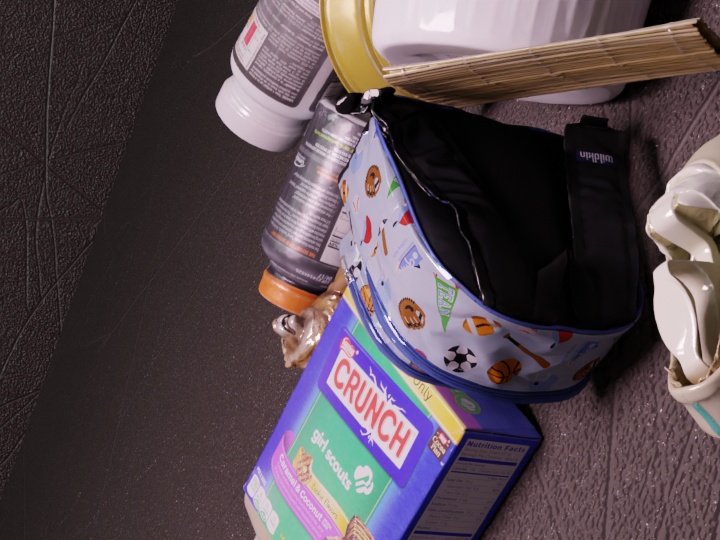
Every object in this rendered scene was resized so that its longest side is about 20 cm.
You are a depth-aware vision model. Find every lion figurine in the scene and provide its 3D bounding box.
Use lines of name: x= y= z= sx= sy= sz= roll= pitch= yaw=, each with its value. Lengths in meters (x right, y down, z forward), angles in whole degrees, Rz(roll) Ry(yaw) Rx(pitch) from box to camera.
lion figurine: x=0.000 y=0.000 z=1.144 sx=0.122 sy=0.072 sz=0.200 roll=-42 pitch=11 yaw=49

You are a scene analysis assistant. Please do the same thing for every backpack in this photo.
backpack: x=0.079 y=-0.007 z=0.802 sx=0.191 sy=0.199 sz=0.154 roll=-110 pitch=31 yaw=-46

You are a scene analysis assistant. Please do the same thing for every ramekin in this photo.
ramekin: x=0.103 y=-0.182 z=0.884 sx=0.200 sy=0.200 sz=0.098 roll=-169 pitch=91 yaw=-70

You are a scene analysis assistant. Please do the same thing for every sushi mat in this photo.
sushi mat: x=0.121 y=-0.124 z=0.778 sx=0.199 sy=0.096 sz=0.012 roll=-4 pitch=84 yaw=28

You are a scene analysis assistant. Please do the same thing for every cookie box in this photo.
cookie box: x=0.014 y=0.138 z=0.914 sx=0.171 sy=0.075 sz=0.200 roll=51 pitch=121 yaw=45

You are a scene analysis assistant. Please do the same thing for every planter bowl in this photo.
planter bowl: x=0.071 y=-0.215 z=1.032 sx=0.083 sy=0.200 sz=0.201 roll=11 pitch=81 yaw=51

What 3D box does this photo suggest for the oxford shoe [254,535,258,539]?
oxford shoe: x=-0.104 y=0.324 z=1.148 sx=0.075 sy=0.058 sz=0.201 roll=131 pitch=153 yaw=-51

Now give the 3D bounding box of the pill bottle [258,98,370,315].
pill bottle: x=-0.030 y=-0.056 z=1.235 sx=0.201 sy=0.106 sz=0.106 roll=-65 pitch=20 yaw=12

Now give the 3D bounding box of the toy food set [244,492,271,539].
toy food set: x=-0.026 y=0.172 z=1.103 sx=0.200 sy=0.060 sz=0.144 roll=-59 pitch=21 yaw=6

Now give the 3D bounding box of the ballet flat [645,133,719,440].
ballet flat: x=0.186 y=-0.006 z=0.683 sx=0.069 sy=0.069 sz=0.201 roll=-47 pitch=30 yaw=48

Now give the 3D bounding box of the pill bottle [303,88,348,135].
pill bottle: x=-0.046 y=-0.223 z=1.427 sx=0.112 sy=0.111 sz=0.200 roll=-64 pitch=21 yaw=17

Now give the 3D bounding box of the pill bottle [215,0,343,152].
pill bottle: x=-0.058 y=-0.221 z=1.243 sx=0.200 sy=0.116 sz=0.117 roll=-54 pitch=25 yaw=31
